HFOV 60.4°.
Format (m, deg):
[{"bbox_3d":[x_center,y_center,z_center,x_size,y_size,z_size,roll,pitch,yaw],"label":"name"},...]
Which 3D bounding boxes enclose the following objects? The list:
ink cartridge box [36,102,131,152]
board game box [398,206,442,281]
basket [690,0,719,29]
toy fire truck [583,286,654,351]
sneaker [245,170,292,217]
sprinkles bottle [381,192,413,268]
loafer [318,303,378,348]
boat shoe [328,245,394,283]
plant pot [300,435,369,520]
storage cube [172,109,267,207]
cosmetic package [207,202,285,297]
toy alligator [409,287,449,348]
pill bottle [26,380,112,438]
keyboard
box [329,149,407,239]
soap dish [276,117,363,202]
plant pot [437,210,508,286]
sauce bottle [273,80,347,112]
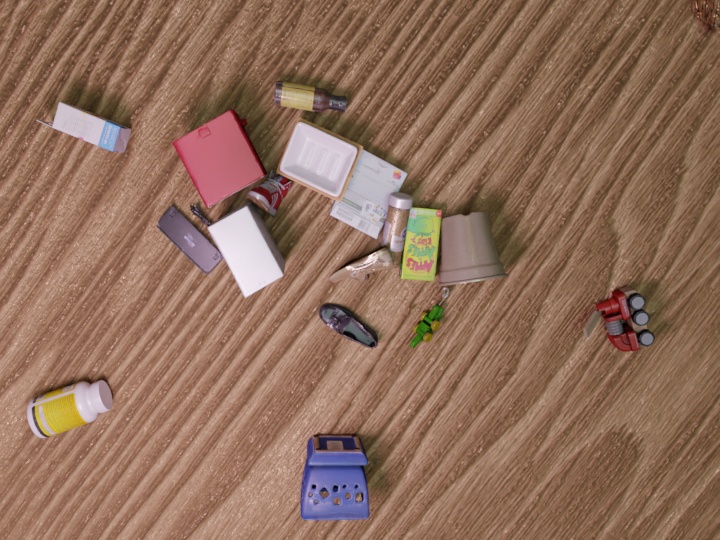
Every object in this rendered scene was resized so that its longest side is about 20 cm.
[{"bbox_3d":[-0.705,-0.373,1.587,0.196,0.115,0.069,21,96,-9],"label":"ink cartridge box"},{"bbox_3d":[0.171,-0.077,1.769,0.099,0.048,0.206,4,99,-7],"label":"board game box"},{"bbox_3d":[1.040,-0.784,1.748,0.196,0.150,0.144,-26,134,-2],"label":"basket"},{"bbox_3d":[0.755,0.165,1.847,0.195,0.129,0.180,-18,101,9],"label":"toy fire truck"},{"bbox_3d":[-0.238,-0.214,1.630,0.070,0.200,0.114,30,88,3],"label":"sneaker"},{"bbox_3d":[0.097,-0.111,1.724,0.066,0.069,0.205,7,112,-7],"label":"sprinkles bottle"},{"bbox_3d":[-0.030,0.161,1.776,0.197,0.063,0.073,32,94,-10],"label":"loafer"},{"bbox_3d":[0.000,0.000,1.723,0.197,0.071,0.066,-24,99,25],"label":"boat shoe"},{"bbox_3d":[-0.072,0.584,1.776,0.194,0.200,0.185,2,94,-6],"label":"plant pot"},{"bbox_3d":[-0.357,-0.291,1.612,0.197,0.171,0.183,-27,102,-2],"label":"storage cube"},{"bbox_3d":[-0.295,-0.063,1.641,0.121,0.199,0.203,-29,102,0],"label":"cosmetic package"},{"bbox_3d":[0.212,0.144,1.809,0.054,0.059,0.202,28,95,-52],"label":"toy alligator"},{"bbox_3d":[-0.793,0.374,1.699,0.195,0.113,0.115,-18,101,-3],"label":"pill bottle"},{"bbox_3d":[-0.454,-0.100,1.709,0.127,0.021,0.200,-43,102,7],"label":"keyboard"},{"bbox_3d":[0.021,-0.215,1.734,0.153,0.041,0.204,25,97,-10],"label":"box"},{"bbox_3d":[-0.107,-0.296,1.667,0.196,0.081,0.161,25,96,6],"label":"soap dish"},{"bbox_3d":[0.301,-0.063,1.728,0.195,0.200,0.189,-8,88,-5],"label":"plant pot"},{"bbox_3d":[-0.134,-0.461,1.664,0.194,0.065,0.067,9,98,-7],"label":"sauce bottle"}]
